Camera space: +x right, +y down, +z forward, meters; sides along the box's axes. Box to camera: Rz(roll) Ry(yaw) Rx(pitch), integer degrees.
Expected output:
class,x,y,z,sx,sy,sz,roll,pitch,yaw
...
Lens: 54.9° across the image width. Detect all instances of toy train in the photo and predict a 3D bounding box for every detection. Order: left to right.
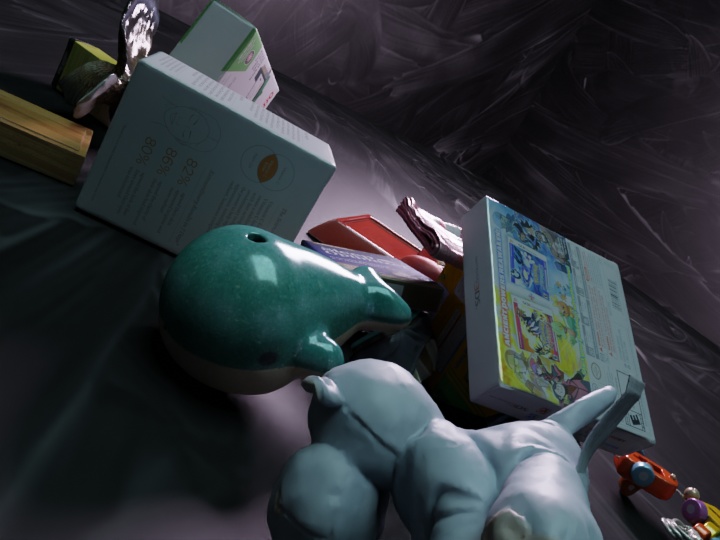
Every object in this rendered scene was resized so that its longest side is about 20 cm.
class,x,y,z,sx,sy,sz,roll,pitch,yaw
toy train,0.306,0.246,0.669,0.150,0.056,0.200,31,13,3

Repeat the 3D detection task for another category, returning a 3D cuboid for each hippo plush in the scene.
class,x,y,z,sx,sy,sz,roll,pitch,yaw
hippo plush,0.032,0.110,0.359,0.160,0.201,0.159,26,-7,14

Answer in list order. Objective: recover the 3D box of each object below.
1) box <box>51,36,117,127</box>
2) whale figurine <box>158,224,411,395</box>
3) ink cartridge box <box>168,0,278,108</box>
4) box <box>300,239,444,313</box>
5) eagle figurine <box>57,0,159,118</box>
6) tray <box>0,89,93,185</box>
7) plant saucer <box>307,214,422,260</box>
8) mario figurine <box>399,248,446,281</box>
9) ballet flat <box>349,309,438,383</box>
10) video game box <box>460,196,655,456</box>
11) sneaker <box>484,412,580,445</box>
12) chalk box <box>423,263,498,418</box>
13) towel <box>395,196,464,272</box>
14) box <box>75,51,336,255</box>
class,x,y,z,sx,sy,sz,roll,pitch,yaw
box,-0.316,-0.226,0.918,0.199,0.076,0.050,35,16,17
whale figurine,-0.052,0.016,0.532,0.199,0.104,0.159,-6,34,-29
ink cartridge box,-0.204,-0.271,1.015,0.084,0.147,0.200,34,-6,8
box,0.000,0.000,0.770,0.120,0.033,0.200,11,7,-17
eagle figurine,-0.268,-0.226,0.797,0.151,0.151,0.201,-22,69,-19
tray,-0.369,-0.154,0.676,0.199,0.037,0.099,22,18,-25
plant saucer,0.043,-0.025,1.036,0.199,0.037,0.199,34,16,12
mario figurine,0.135,0.022,0.871,0.199,0.124,0.106,21,0,-17
ballet flat,0.038,0.082,0.667,0.073,0.073,0.200,33,10,10
video game box,0.177,0.050,0.638,0.181,0.047,0.201,25,48,-25
sneaker,0.130,0.164,0.581,0.082,0.074,0.200,27,5,19
chalk box,0.169,0.089,0.756,0.199,0.125,0.124,23,17,-21
towel,0.139,-0.010,0.741,0.199,0.023,0.144,24,17,-22
box,-0.147,-0.096,0.688,0.199,0.153,0.106,27,16,-15
